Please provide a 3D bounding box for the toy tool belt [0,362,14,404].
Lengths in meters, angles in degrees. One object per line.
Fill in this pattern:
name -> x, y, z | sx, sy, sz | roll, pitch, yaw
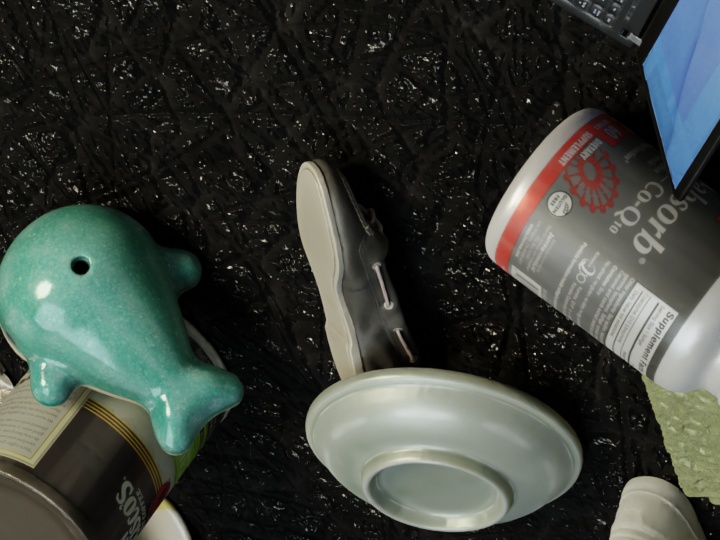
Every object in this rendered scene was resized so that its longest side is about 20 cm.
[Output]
toy tool belt -> -0.380, 0.084, 1.953 | 0.125, 0.123, 0.200 | -3, 127, 37

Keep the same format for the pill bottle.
pill bottle -> 0.185, 0.001, 1.451 | 0.200, 0.116, 0.116 | 37, 142, 15

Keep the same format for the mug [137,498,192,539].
mug -> -0.238, 0.238, 2.021 | 0.149, 0.187, 0.153 | 14, 164, -35

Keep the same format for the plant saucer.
plant saucer -> 0.056, 0.140, 1.702 | 0.200, 0.050, 0.200 | 8, 147, 5

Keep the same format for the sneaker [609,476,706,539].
sneaker -> 0.222, 0.256, 1.700 | 0.074, 0.116, 0.200 | -11, 124, 39

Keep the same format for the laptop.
laptop -> 0.144, -0.170, 1.345 | 0.200, 0.103, 0.177 | 32, 140, 5

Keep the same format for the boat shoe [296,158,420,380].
boat shoe -> 0.000, 0.000, 1.664 | 0.067, 0.057, 0.200 | 47, 154, 50

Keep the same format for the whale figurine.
whale figurine -> -0.175, 0.038, 1.732 | 0.200, 0.159, 0.104 | 46, 164, 12

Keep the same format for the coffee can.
coffee can -> -0.208, 0.133, 1.817 | 0.146, 0.200, 0.146 | 20, 139, 18

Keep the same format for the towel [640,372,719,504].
towel -> 0.255, 0.083, 1.567 | 0.148, 0.036, 0.200 | 0, 130, 36
